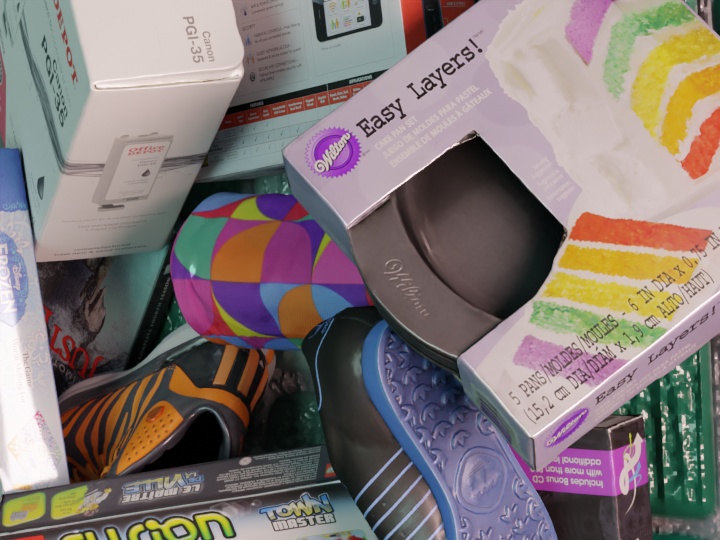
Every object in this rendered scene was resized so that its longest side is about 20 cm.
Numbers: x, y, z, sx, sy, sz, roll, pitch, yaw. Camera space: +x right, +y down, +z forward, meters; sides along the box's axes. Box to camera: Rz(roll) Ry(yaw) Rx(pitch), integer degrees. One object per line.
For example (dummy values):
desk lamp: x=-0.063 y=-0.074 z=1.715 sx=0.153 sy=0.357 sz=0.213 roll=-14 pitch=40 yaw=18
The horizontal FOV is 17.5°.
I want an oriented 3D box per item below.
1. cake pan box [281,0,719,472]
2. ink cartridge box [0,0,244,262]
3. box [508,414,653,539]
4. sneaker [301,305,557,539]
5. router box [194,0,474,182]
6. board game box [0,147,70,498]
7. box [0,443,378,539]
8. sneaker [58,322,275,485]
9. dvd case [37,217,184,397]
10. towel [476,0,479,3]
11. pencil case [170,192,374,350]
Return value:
cake pan box: x=0.089 y=-0.036 z=1.050 sx=0.200 sy=0.052 sz=0.184 roll=-36 pitch=66 yaw=-9
ink cartridge box: x=-0.135 y=-0.113 z=1.233 sx=0.200 sy=0.082 sz=0.147 roll=123 pitch=136 yaw=-60
box: x=0.082 y=0.169 z=1.160 sx=0.143 sy=0.036 sz=0.201 roll=0 pitch=100 yaw=41
sneaker: x=0.034 y=0.107 z=1.113 sx=0.078 sy=0.070 sz=0.201 roll=0 pitch=114 yaw=55
router box: x=-0.024 y=-0.145 z=1.193 sx=0.200 sy=0.049 sz=0.180 roll=-6 pitch=90 yaw=53
board game box: x=-0.224 y=0.041 z=1.336 sx=0.200 sy=0.043 sz=0.200 roll=170 pitch=92 yaw=-66
box: x=-0.080 y=0.153 z=1.217 sx=0.199 sy=0.035 sz=0.110 roll=-9 pitch=122 yaw=12
sneaker: x=-0.131 y=0.109 z=1.285 sx=0.077 sy=0.112 sz=0.200 roll=36 pitch=128 yaw=-17
dvd case: x=-0.180 y=0.026 z=1.388 sx=0.146 sy=0.022 sz=0.201 roll=38 pitch=119 yaw=32
towel: x=0.073 y=-0.034 z=1.165 sx=0.147 sy=0.024 sz=0.200 roll=47 pitch=124 yaw=25
pencil case: x=0.000 y=0.000 z=1.167 sx=0.199 sy=0.088 sz=0.089 roll=1 pitch=95 yaw=37
